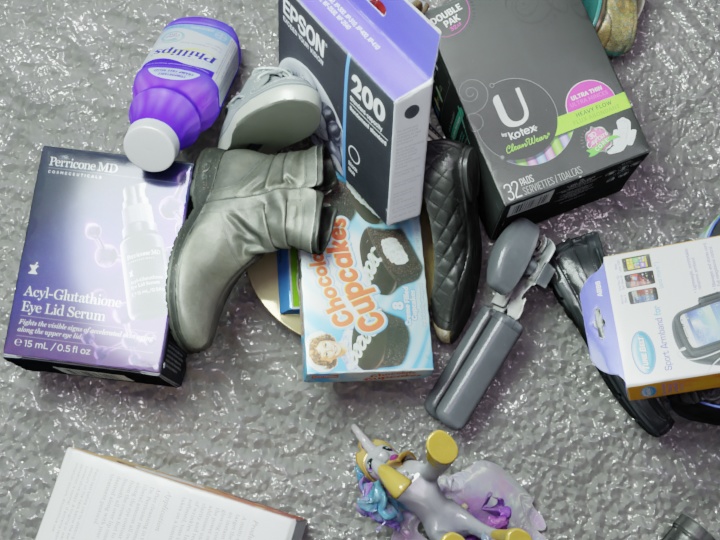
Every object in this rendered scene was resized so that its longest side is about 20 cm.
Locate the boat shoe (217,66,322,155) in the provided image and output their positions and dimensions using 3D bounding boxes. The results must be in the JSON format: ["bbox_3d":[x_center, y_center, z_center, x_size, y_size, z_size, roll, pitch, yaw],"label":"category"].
[{"bbox_3d":[-0.089,-0.150,1.009,0.070,0.201,0.072,6,78,-22],"label":"boat shoe"}]

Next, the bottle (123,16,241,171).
[{"bbox_3d":[-0.170,-0.166,1.027,0.083,0.066,0.201,8,39,5],"label":"bottle"}]

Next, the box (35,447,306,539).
[{"bbox_3d":[-0.158,0.235,0.948,0.198,0.152,0.107,17,78,4],"label":"box"}]

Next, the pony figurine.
[{"bbox_3d":[0.071,0.212,0.949,0.166,0.200,0.193,-41,96,-14],"label":"pony figurine"}]

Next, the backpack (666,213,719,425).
[{"bbox_3d":[0.368,0.046,0.981,0.181,0.147,0.202,10,75,9],"label":"backpack"}]

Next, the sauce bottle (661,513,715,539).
[{"bbox_3d":[0.236,0.303,0.974,0.066,0.066,0.200,42,79,9],"label":"sauce bottle"}]

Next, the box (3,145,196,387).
[{"bbox_3d":[-0.230,-0.002,1.025,0.147,0.104,0.202,5,78,3],"label":"box"}]

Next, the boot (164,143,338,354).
[{"bbox_3d":[-0.092,-0.023,0.968,0.130,0.068,0.202,2,70,18],"label":"boot"}]

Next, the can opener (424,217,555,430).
[{"bbox_3d":[0.113,0.046,1.018,0.067,0.053,0.201,33,86,-23],"label":"can opener"}]

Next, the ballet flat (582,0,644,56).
[{"bbox_3d":[0.262,-0.309,1.109,0.070,0.071,0.202,10,78,3],"label":"ballet flat"}]

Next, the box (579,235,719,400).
[{"bbox_3d":[0.285,0.035,0.904,0.198,0.042,0.120,-11,62,15],"label":"box"}]

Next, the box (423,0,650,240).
[{"bbox_3d":[0.156,-0.157,1.042,0.148,0.124,0.201,-20,77,-5],"label":"box"}]

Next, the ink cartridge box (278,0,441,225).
[{"bbox_3d":[-0.009,-0.172,0.955,0.043,0.201,0.198,-23,53,-23],"label":"ink cartridge box"}]

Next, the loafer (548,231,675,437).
[{"bbox_3d":[0.241,0.057,1.022,0.070,0.068,0.202,-28,75,5],"label":"loafer"}]

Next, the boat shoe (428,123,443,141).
[{"bbox_3d":[0.020,-0.165,1.067,0.200,0.075,0.062,42,62,18],"label":"boat shoe"}]

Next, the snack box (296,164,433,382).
[{"bbox_3d":[0.000,0.000,1.011,0.115,0.037,0.202,-2,72,-9],"label":"snack box"}]

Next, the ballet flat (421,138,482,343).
[{"bbox_3d":[0.079,-0.026,1.014,0.056,0.066,0.202,9,116,23],"label":"ballet flat"}]

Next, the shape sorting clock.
[{"bbox_3d":[-0.014,-0.024,1.058,0.198,0.039,0.202,3,71,-8],"label":"shape sorting clock"}]

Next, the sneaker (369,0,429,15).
[{"bbox_3d":[0.000,-0.244,1.028,0.112,0.200,0.072,27,107,-1],"label":"sneaker"}]
